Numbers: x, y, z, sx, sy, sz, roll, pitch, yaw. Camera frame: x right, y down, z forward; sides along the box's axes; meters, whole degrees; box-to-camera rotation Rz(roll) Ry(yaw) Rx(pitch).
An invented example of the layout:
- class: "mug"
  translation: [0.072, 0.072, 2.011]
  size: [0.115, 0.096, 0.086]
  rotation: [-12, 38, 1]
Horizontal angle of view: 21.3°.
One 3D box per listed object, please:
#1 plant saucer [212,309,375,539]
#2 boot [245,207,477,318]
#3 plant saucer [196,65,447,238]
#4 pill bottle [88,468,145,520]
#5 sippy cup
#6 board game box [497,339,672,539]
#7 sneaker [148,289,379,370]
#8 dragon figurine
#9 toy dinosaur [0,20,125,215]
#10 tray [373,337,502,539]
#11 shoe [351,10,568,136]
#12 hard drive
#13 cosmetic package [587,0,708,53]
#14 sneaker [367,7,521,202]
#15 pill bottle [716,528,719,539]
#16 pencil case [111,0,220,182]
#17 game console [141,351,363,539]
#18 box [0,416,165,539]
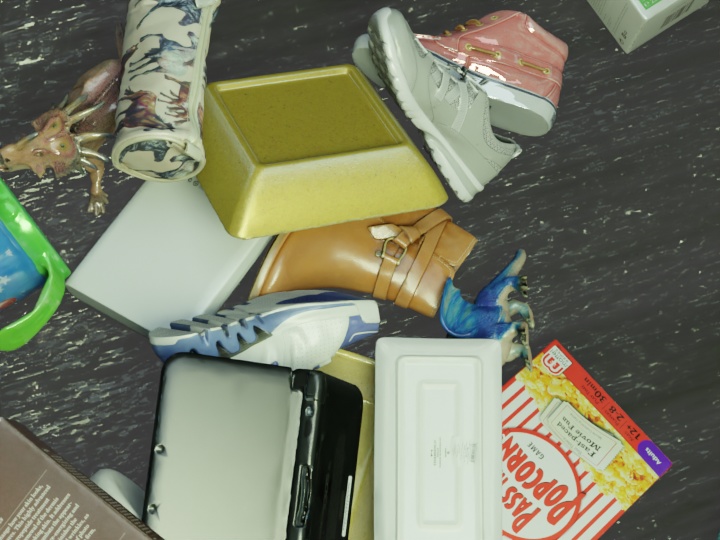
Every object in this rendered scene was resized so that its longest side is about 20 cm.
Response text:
- class: "plant saucer"
  translation: [-0.064, 0.159, 1.638]
  size: [0.198, 0.048, 0.201]
  rotation: [18, 71, -1]
- class: "boot"
  translation: [0.000, 0.000, 1.688]
  size: [0.154, 0.074, 0.201]
  rotation: [35, 73, 1]
- class: "plant saucer"
  translation: [-0.048, -0.116, 1.655]
  size: [0.198, 0.049, 0.200]
  rotation: [-11, 39, -19]
- class: "pill bottle"
  translation: [-0.236, 0.264, 1.525]
  size: [0.200, 0.116, 0.116]
  rotation: [-43, 81, 1]
- class: "sippy cup"
  translation: [-0.336, -0.012, 1.622]
  size: [0.130, 0.178, 0.140]
  rotation: [-38, 115, -6]
- class: "board game box"
  translation: [0.150, 0.176, 1.637]
  size: [0.152, 0.046, 0.200]
  rotation: [46, 58, 9]
- class: "sneaker"
  translation: [-0.081, 0.086, 1.597]
  size: [0.198, 0.080, 0.116]
  rotation: [-13, 104, -29]
- class: "dragon figurine"
  translation: [0.099, 0.043, 1.666]
  size: [0.099, 0.059, 0.201]
  rotation: [-4, 47, 10]
- class: "toy dinosaur"
  translation: [-0.233, -0.140, 1.669]
  size: [0.085, 0.136, 0.201]
  rotation: [28, 70, 3]
- class: "tray"
  translation: [0.065, 0.152, 1.571]
  size: [0.106, 0.022, 0.202]
  rotation: [1, 76, -2]
- class: "shoe"
  translation: [0.095, -0.200, 1.770]
  size: [0.199, 0.072, 0.092]
  rotation: [19, 68, -5]
- class: "hard drive"
  translation: [-0.149, -0.033, 1.680]
  size: [0.131, 0.026, 0.201]
  rotation: [26, 69, 26]
- class: "cosmetic package"
  translation: [0.243, -0.323, 1.820]
  size: [0.107, 0.085, 0.201]
  rotation: [-33, 80, -14]
- class: "sneaker"
  translation: [0.073, -0.160, 1.705]
  size: [0.082, 0.075, 0.201]
  rotation: [-33, 122, 1]
- class: "pill bottle"
  translation: [0.364, 0.227, 1.637]
  size: [0.110, 0.111, 0.201]
  rotation: [21, 70, 0]
- class: "pencil case"
  translation: [-0.163, -0.167, 1.626]
  size: [0.078, 0.089, 0.201]
  rotation: [33, 46, -39]
- class: "game console"
  translation: [-0.084, 0.178, 1.526]
  size: [0.115, 0.176, 0.202]
  rotation: [4, 82, 19]
- class: "box"
  translation: [-0.216, 0.209, 1.416]
  size: [0.200, 0.075, 0.100]
  rotation: [39, 85, 3]
